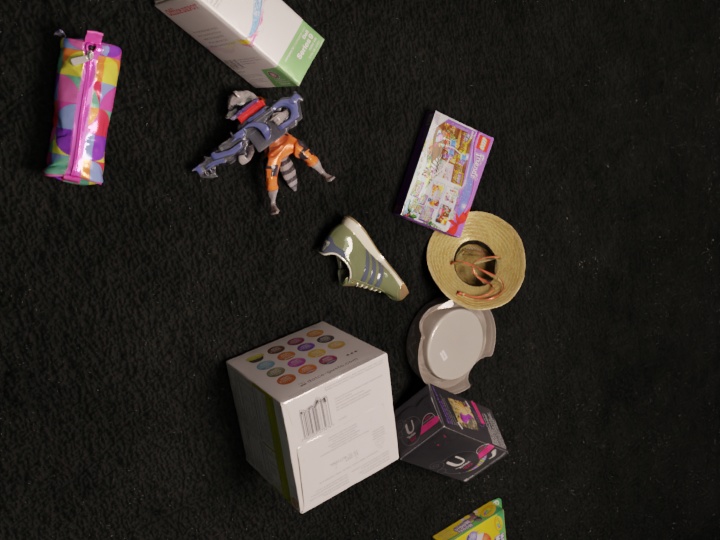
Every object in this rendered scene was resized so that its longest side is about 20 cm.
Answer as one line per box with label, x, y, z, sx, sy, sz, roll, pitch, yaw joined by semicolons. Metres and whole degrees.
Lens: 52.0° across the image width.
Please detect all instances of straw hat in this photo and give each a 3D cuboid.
straw hat;0.221;-0.006;1.435;0.201;0.201;0.085;-50;164;-14

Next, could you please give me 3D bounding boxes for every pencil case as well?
pencil case;-0.373;-0.215;0.990;0.088;0.088;0.201;4;100;-35

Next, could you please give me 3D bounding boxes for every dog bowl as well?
dog bowl;0.175;0.142;1.461;0.199;0.059;0.201;-8;105;-32

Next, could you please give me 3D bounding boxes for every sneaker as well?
sneaker;0.000;0.000;1.310;0.090;0.067;0.200;-43;121;-9

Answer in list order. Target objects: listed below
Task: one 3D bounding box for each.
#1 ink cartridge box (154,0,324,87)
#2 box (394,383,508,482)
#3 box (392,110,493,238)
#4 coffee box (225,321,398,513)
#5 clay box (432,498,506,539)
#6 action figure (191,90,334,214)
ink cartridge box;-0.174;-0.355;1.053;0.200;0.145;0.088;33;82;-35
box;0.172;0.320;1.445;0.200;0.106;0.122;27;121;-35
box;0.154;-0.176;1.370;0.136;0.039;0.201;19;90;-25
coffee box;-0.079;0.231;1.223;0.199;0.197;0.201;-21;114;-30
clay box;0.253;0.596;1.628;0.199;0.048;0.115;-20;112;-28
action figure;-0.160;-0.188;1.156;0.199;0.105;0.194;-28;110;2
